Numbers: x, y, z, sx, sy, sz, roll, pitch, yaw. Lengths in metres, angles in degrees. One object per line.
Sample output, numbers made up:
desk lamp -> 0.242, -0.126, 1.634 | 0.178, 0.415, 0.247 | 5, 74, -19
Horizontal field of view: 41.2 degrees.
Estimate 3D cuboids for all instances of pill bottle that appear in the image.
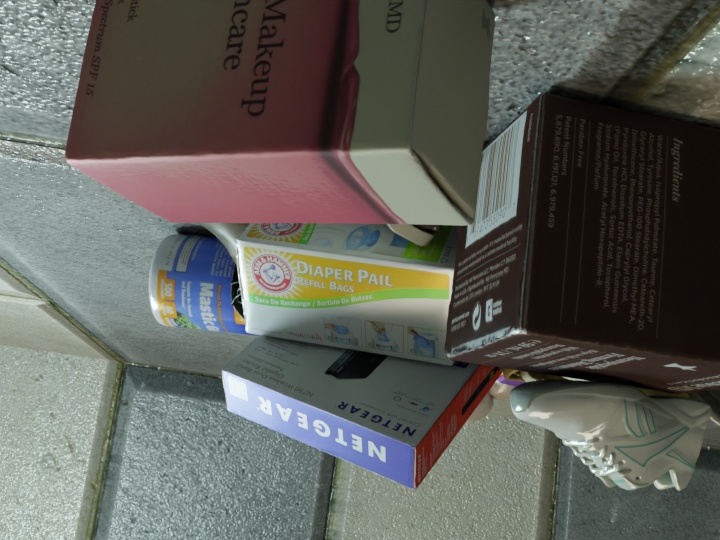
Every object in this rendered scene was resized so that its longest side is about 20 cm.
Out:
pill bottle -> -0.138, 0.019, 1.132 | 0.198, 0.113, 0.112 | 5, 167, 12

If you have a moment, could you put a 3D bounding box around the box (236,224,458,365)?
box -> 0.000, 0.000, 0.867 | 0.198, 0.113, 0.102 | 8, 124, 15

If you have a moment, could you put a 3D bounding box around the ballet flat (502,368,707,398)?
ballet flat -> 0.215, 0.108, 0.850 | 0.199, 0.063, 0.069 | 22, 150, 2

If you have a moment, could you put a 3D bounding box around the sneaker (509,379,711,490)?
sneaker -> 0.200, 0.130, 0.750 | 0.199, 0.081, 0.070 | 14, 170, -28

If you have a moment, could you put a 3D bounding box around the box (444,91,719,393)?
box -> 0.184, -0.009, 0.697 | 0.198, 0.166, 0.166 | 10, 167, -10

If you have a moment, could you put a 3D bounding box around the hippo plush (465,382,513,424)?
hippo plush -> 0.105, 0.051, 1.036 | 0.158, 0.200, 0.162 | -15, 114, 29

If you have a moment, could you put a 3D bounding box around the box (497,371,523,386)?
box -> 0.199, 0.066, 0.992 | 0.199, 0.138, 0.039 | 18, 134, -38

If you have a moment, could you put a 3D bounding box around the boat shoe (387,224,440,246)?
boat shoe -> 0.006, -0.080, 0.736 | 0.199, 0.060, 0.072 | 26, -161, -45

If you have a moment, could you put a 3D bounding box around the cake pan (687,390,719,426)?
cake pan -> 0.358, 0.046, 0.807 | 0.198, 0.202, 0.037 | 7, -170, 4

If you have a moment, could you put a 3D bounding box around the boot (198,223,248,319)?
boot -> -0.113, 0.001, 0.977 | 0.199, 0.097, 0.075 | 33, 167, -16

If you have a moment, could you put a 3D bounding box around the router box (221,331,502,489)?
router box -> 0.008, 0.090, 0.868 | 0.199, 0.049, 0.179 | 17, -143, 26

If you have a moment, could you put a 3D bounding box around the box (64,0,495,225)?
box -> -0.039, -0.100, 0.517 | 0.198, 0.129, 0.109 | 1, 165, 24
